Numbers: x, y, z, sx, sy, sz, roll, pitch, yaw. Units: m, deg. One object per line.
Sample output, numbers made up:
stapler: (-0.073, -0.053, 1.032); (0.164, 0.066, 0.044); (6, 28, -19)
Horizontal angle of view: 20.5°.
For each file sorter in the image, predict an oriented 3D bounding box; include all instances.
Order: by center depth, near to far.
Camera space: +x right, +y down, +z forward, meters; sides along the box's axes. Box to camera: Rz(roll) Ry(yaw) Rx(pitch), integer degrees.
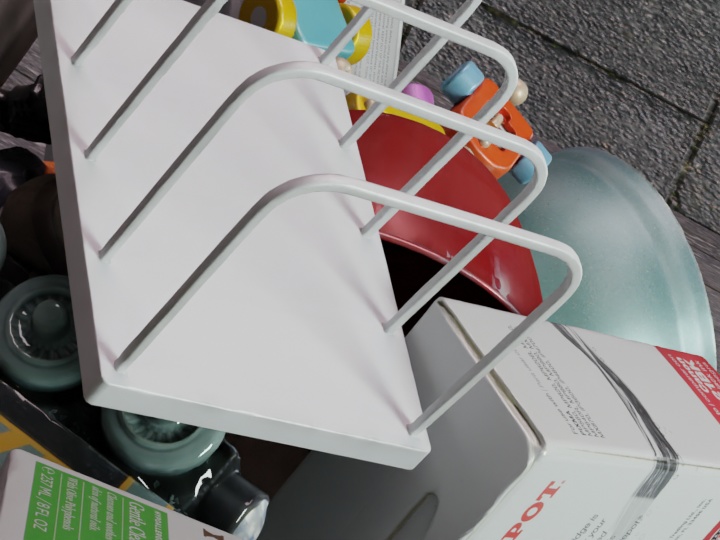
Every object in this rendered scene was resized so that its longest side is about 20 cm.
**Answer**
file sorter: (-0.021, -0.056, 0.717); (0.138, 0.125, 0.201); (15, 45, -34)

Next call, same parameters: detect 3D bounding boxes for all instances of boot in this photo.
boot: (-0.071, 0.041, 0.811); (0.200, 0.070, 0.146); (41, -20, -8)

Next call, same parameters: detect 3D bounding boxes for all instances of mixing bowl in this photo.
mixing bowl: (0.000, 0.000, 0.910); (0.199, 0.200, 0.109); (24, 53, -10)

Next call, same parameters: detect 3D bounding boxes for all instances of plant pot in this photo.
plant pot: (0.084, 0.042, 1.116); (0.133, 0.202, 0.200); (-13, 31, -27)

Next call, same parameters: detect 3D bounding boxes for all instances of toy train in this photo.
toy train: (-0.132, 0.059, 0.721); (0.199, 0.114, 0.085); (35, -27, 14)
toy train: (0.006, -0.097, 1.009); (0.200, 0.055, 0.151); (47, 34, -12)

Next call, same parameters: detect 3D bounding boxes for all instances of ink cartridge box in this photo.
ink cartridge box: (0.069, 0.101, 0.827); (0.199, 0.145, 0.084); (12, 34, -49)

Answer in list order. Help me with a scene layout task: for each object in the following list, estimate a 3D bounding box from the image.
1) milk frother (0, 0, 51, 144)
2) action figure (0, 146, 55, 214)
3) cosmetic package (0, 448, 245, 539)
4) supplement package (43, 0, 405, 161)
milk frother: (-0.177, -0.087, 0.842); (0.180, 0.189, 0.200); (-10, -51, 43)
action figure: (-0.187, -0.015, 0.929); (0.192, 0.106, 0.199); (-4, 24, -44)
cosmetic package: (-0.034, 0.143, 0.612); (0.199, 0.085, 0.108); (22, 11, -12)
supplement package: (-0.082, -0.076, 1.098); (0.110, 0.157, 0.199); (11, -8, -34)
